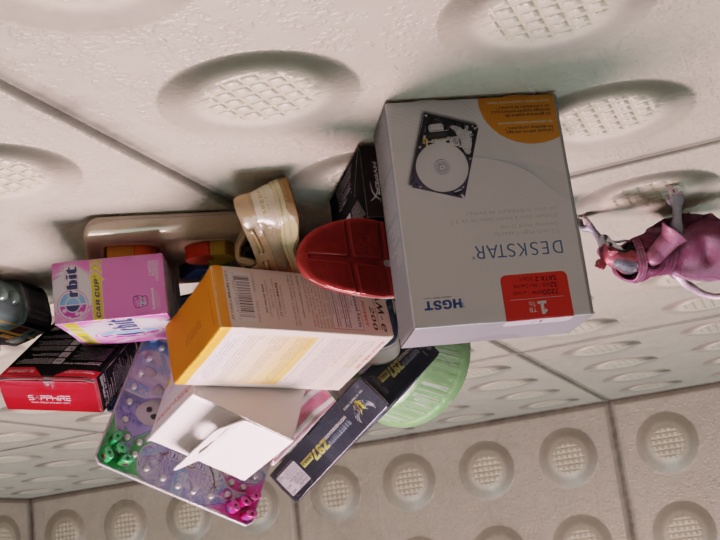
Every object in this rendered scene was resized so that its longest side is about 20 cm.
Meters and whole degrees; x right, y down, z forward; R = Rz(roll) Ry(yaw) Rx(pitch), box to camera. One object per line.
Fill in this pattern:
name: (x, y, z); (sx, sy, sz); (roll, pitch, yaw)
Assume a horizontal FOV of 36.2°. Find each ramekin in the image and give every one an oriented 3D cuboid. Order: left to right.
ramekin: (0.036, 0.104, 1.462); (0.199, 0.201, 0.098); (-16, 161, 29)

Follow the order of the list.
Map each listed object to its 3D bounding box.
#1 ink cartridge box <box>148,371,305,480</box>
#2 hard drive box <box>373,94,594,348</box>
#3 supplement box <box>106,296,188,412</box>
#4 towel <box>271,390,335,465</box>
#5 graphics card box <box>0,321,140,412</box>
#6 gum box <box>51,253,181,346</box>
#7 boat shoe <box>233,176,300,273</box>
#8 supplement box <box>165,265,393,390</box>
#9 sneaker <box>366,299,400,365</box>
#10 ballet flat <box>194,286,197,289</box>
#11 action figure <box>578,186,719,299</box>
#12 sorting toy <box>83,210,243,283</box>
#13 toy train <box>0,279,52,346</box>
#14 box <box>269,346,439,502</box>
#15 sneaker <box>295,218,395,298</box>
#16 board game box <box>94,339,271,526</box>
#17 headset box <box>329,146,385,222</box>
ink cartridge box: (-0.140, 0.129, 1.236); (0.125, 0.200, 0.129); (27, 139, -17)
hard drive box: (0.102, -0.043, 0.953); (0.155, 0.201, 0.077); (-5, 165, -9)
supplement box: (-0.221, 0.125, 1.543); (0.199, 0.135, 0.200); (-12, 164, 20)
towel: (-0.110, 0.134, 1.437); (0.030, 0.200, 0.146); (-6, -153, 44)
graphics card box: (-0.328, 0.100, 1.327); (0.125, 0.051, 0.200); (-1, -155, 14)
gum box: (-0.260, 0.037, 1.208); (0.113, 0.066, 0.200); (-6, 170, -5)
boat shoe: (-0.099, -0.025, 1.134); (0.064, 0.071, 0.200); (-15, 149, -11)
supplement box: (-0.084, 0.063, 1.143); (0.199, 0.074, 0.126); (6, 145, -32)
sneaker: (0.002, 0.000, 1.289); (0.077, 0.147, 0.202); (-12, -155, -8)
ballet flat: (-0.126, 0.034, 1.331); (0.200, 0.070, 0.069); (-2, 171, 39)
action figure: (0.345, -0.014, 1.297); (0.200, 0.149, 0.134); (-14, 177, -35)
sorting toy: (-0.210, -0.015, 1.225); (0.184, 0.037, 0.200); (-3, 164, -13)
toy train: (-0.449, 0.046, 1.268); (0.114, 0.085, 0.200); (-24, 159, 14)
box: (-0.006, 0.171, 1.318); (0.200, 0.051, 0.158); (-49, 174, 30)
sneaker: (0.021, 0.005, 1.042); (0.199, 0.079, 0.116); (3, 160, -24)
board game box: (-0.185, 0.171, 1.299); (0.200, 0.200, 0.026); (27, 146, -17)
headset box: (0.082, -0.065, 1.098); (0.199, 0.078, 0.149); (-4, 164, -13)
